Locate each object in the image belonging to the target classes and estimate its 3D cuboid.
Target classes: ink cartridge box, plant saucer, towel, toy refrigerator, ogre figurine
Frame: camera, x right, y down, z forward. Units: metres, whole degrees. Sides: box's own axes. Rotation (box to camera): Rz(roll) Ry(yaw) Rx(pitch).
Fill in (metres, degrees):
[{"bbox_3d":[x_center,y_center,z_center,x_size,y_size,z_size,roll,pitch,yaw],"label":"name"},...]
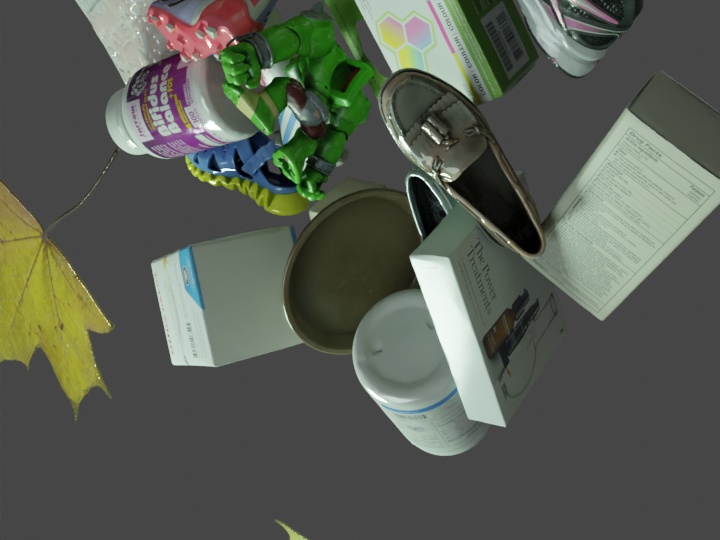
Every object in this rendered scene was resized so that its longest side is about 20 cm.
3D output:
[{"bbox_3d":[0.041,-0.211,0.758,0.198,0.076,0.149,-12,116,49],"label":"ink cartridge box"},{"bbox_3d":[0.000,0.000,0.921,0.029,0.197,0.203,43,154,51],"label":"plant saucer"},{"bbox_3d":[-0.281,-0.321,1.021,0.198,0.032,0.193,-14,114,52],"label":"towel"},{"bbox_3d":[-0.172,0.036,1.090,0.199,0.143,0.150,-10,93,62],"label":"ink cartridge box"},{"bbox_3d":[0.007,-0.001,0.996,0.069,0.076,0.203,16,134,34],"label":"toy refrigerator"},{"bbox_3d":[-0.052,-0.168,0.817,0.201,0.120,0.098,52,167,-31],"label":"ogre figurine"}]

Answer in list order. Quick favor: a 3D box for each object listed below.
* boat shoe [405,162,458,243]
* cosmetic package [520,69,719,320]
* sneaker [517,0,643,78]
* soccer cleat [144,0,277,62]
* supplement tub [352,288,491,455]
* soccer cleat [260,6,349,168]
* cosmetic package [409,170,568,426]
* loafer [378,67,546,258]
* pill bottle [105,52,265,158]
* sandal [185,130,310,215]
[{"bbox_3d":[0.090,-0.033,0.883,0.069,0.072,0.204,8,130,40],"label":"boat shoe"},{"bbox_3d":[0.231,-0.057,0.715,0.103,0.073,0.201,39,144,9],"label":"cosmetic package"},{"bbox_3d":[0.139,-0.252,0.632,0.199,0.081,0.086,41,138,-12],"label":"sneaker"},{"bbox_3d":[-0.153,-0.257,0.842,0.199,0.077,0.067,26,160,52],"label":"soccer cleat"},{"bbox_3d":[0.077,0.120,0.939,0.130,0.133,0.201,23,163,28],"label":"supplement tub"},{"bbox_3d":[-0.063,-0.199,0.897,0.084,0.070,0.203,-1,126,22],"label":"soccer cleat"},{"bbox_3d":[0.135,0.027,0.827,0.051,0.151,0.203,3,127,40],"label":"cosmetic package"},{"bbox_3d":[0.095,-0.088,0.699,0.200,0.072,0.063,44,-172,-25],"label":"loafer"},{"bbox_3d":[-0.211,-0.195,0.980,0.197,0.113,0.114,-7,120,38],"label":"pill bottle"},{"bbox_3d":[-0.138,-0.140,1.022,0.197,0.079,0.089,22,119,29],"label":"sandal"}]
